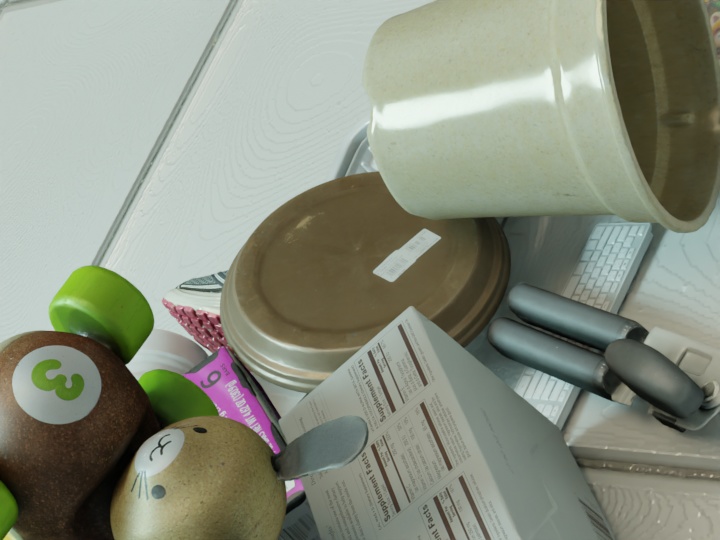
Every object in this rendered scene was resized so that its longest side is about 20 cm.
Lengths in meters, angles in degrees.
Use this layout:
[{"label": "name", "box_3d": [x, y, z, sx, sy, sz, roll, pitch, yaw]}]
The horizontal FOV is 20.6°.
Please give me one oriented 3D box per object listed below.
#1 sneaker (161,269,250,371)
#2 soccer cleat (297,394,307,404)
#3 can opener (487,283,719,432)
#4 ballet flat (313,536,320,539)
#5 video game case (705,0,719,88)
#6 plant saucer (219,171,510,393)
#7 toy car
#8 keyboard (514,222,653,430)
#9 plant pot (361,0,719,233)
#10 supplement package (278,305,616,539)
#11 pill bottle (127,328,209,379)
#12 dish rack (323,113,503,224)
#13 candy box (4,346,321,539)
[{"label": "sneaker", "box_3d": [-0.063, 0.023, 1.419, 0.199, 0.081, 0.075, -3, 51, 47]}, {"label": "soccer cleat", "box_3d": [-0.044, 0.143, 1.350, 0.200, 0.067, 0.081, -53, 23, -15]}, {"label": "can opener", "box_3d": [0.148, 0.046, 1.197, 0.053, 0.066, 0.200, -56, 34, -10]}, {"label": "ballet flat", "box_3d": [-0.055, 0.220, 1.280, 0.067, 0.062, 0.200, 28, 75, 36]}, {"label": "video game case", "box_3d": [0.279, -0.204, 1.329, 0.143, 0.018, 0.201, 15, 70, 56]}, {"label": "plant saucer", "box_3d": [0.000, 0.000, 1.310, 0.198, 0.030, 0.201, -9, 42, 8]}, {"label": "toy car", "box_3d": [-0.098, 0.106, 1.015, 0.199, 0.158, 0.165, 4, 47, 38]}, {"label": "keyboard", "box_3d": [0.128, 0.055, 1.267, 0.056, 0.011, 0.201, 5, 62, 52]}, {"label": "plant pot", "box_3d": [0.108, -0.111, 1.243, 0.182, 0.201, 0.202, -9, 50, 28]}, {"label": "supplement package", "box_3d": [0.062, 0.150, 1.111, 0.111, 0.156, 0.201, -40, 38, 14]}, {"label": "pill bottle", "box_3d": [-0.160, 0.147, 1.430, 0.115, 0.116, 0.201, -28, 39, 31]}, {"label": "dish rack", "box_3d": [0.042, -0.046, 1.440, 0.199, 0.043, 0.173, -6, 55, 48]}, {"label": "candy box", "box_3d": [-0.128, 0.162, 1.275, 0.199, 0.061, 0.137, -37, 51, 1]}]
